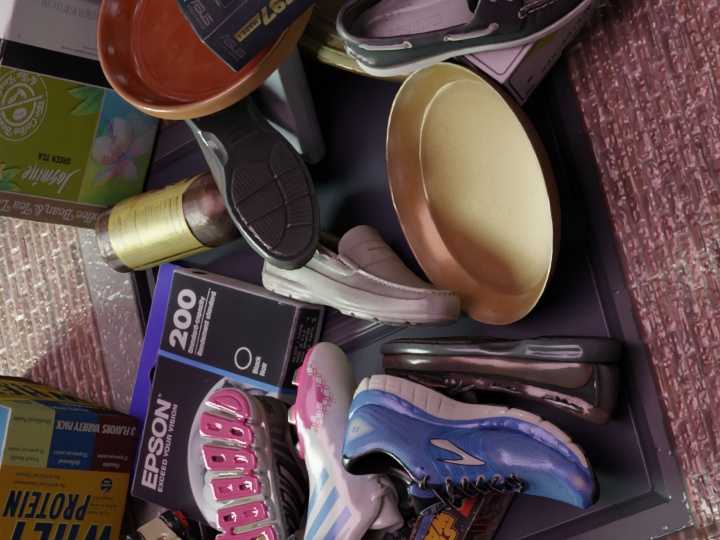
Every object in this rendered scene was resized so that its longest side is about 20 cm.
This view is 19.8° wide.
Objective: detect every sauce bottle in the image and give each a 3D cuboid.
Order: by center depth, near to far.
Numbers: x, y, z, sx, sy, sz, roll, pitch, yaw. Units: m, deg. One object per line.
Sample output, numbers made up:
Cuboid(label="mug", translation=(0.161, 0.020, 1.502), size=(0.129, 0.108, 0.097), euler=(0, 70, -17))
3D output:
Cuboid(label="sauce bottle", translation=(-0.134, -0.048, 1.739), size=(0.199, 0.065, 0.065), euler=(-15, 76, 35))

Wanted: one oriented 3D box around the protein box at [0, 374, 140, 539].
Cuboid(label="protein box", translation=(-0.316, 0.200, 1.789), size=(0.199, 0.134, 0.200), euler=(13, 93, 48))

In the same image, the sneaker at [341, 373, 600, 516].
Cuboid(label="sneaker", translation=(0.077, 0.145, 1.494), size=(0.199, 0.079, 0.090), euler=(12, 62, 23))

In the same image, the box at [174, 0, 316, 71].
Cuboid(label="box", translation=(-0.086, -0.266, 1.568), size=(0.158, 0.051, 0.200), euler=(-43, 47, 8))

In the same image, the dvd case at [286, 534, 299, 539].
Cuboid(label="dvd case", translation=(-0.020, 0.310, 1.556), size=(0.200, 0.022, 0.146), euler=(44, 124, 2))

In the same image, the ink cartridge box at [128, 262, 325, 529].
Cuboid(label="ink cartridge box", translation=(-0.132, 0.104, 1.731), size=(0.199, 0.043, 0.200), euler=(14, 94, 40))

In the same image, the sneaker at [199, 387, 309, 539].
Cuboid(label="sneaker", translation=(-0.068, 0.188, 1.612), size=(0.073, 0.087, 0.202), euler=(-12, 86, 37))

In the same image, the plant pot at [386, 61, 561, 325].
Cuboid(label="plant pot", translation=(0.088, -0.059, 1.537), size=(0.200, 0.027, 0.201), euler=(35, 135, 44))

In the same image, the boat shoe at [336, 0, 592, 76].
Cuboid(label="boat shoe", translation=(0.079, -0.194, 1.474), size=(0.199, 0.060, 0.076), euler=(-24, 69, 11))

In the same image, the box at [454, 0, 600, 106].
Cuboid(label="box", translation=(0.075, -0.230, 1.549), size=(0.200, 0.060, 0.117), euler=(40, 92, 21))

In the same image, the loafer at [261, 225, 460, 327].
Cuboid(label="loafer", translation=(0.000, 0.000, 1.618), size=(0.199, 0.070, 0.070), euler=(15, 94, 41))

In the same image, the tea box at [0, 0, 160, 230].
Cuboid(label="tea box", translation=(-0.285, -0.147, 1.782), size=(0.133, 0.199, 0.198), euler=(20, 98, 38))

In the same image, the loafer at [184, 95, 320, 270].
Cuboid(label="loafer", translation=(-0.086, -0.081, 1.650), size=(0.071, 0.063, 0.201), euler=(-27, 68, -8))

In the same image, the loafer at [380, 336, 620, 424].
Cuboid(label="loafer", translation=(0.099, 0.081, 1.524), size=(0.199, 0.072, 0.063), euler=(-2, 89, 37))

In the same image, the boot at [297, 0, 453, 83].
Cuboid(label="boot", translation=(0.010, -0.235, 1.642), size=(0.199, 0.073, 0.157), euler=(23, 98, 41))

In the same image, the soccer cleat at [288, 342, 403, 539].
Cuboid(label="soccer cleat", translation=(-0.004, 0.155, 1.562), size=(0.086, 0.070, 0.202), euler=(-1, 88, 29))

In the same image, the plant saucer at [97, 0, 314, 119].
Cuboid(label="plant saucer", translation=(-0.117, -0.208, 1.621), size=(0.199, 0.032, 0.202), euler=(-13, 61, 25))

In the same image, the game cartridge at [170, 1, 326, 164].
Cuboid(label="game cartridge", translation=(-0.116, -0.171, 1.705), size=(0.199, 0.134, 0.040), euler=(26, 59, 37))

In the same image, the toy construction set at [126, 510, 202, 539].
Cuboid(label="toy construction set", translation=(-0.140, 0.276, 1.688), size=(0.199, 0.092, 0.132), euler=(13, 132, 46))

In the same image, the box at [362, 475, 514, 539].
Cuboid(label="box", translation=(0.022, 0.215, 1.595), size=(0.137, 0.040, 0.201), euler=(37, 107, 37))
